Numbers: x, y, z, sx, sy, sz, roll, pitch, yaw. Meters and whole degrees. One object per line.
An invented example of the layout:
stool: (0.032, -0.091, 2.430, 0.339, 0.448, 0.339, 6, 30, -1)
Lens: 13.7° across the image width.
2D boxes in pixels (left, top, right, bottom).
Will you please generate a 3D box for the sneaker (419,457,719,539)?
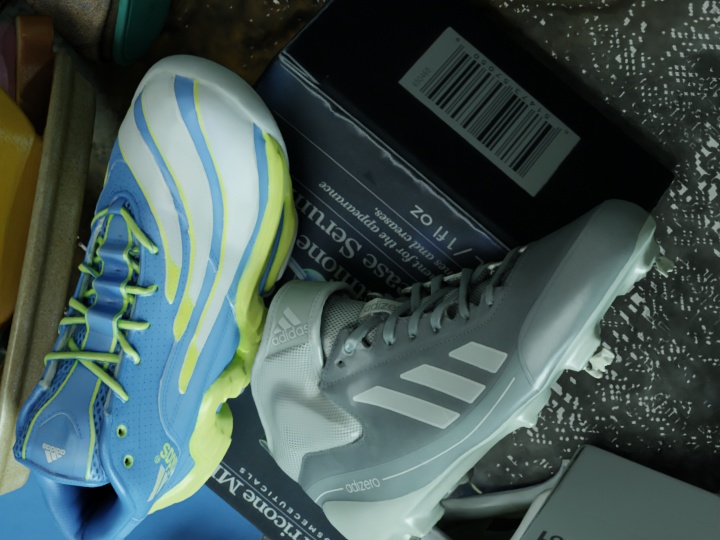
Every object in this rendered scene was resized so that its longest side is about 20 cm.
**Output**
sneaker: (0.104, 0.112, 1.241, 0.199, 0.073, 0.071, -18, 113, 36)

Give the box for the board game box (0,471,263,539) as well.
board game box: (-0.119, 0.113, 1.346, 0.039, 0.157, 0.201, 60, 145, 38)

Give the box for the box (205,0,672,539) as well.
box: (0.000, 0.000, 1.197, 0.148, 0.107, 0.200, 39, 131, 1)

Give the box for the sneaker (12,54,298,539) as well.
sneaker: (-0.078, 0.024, 1.105, 0.075, 0.105, 0.201, 18, 128, 15)

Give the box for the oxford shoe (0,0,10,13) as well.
oxford shoe: (-0.187, -0.117, 1.255, 0.070, 0.075, 0.201, 29, 128, 13)

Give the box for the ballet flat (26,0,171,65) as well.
ballet flat: (-0.095, -0.169, 1.181, 0.067, 0.068, 0.201, 34, 128, 15)

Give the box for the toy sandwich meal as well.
toy sandwich meal: (-0.153, -0.007, 1.198, 0.070, 0.206, 0.206, 10, 128, -8)

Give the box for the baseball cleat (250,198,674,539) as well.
baseball cleat: (0.023, 0.026, 1.077, 0.106, 0.070, 0.200, 39, 129, 1)

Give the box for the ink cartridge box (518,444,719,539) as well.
ink cartridge box: (0.120, 0.183, 1.125, 0.144, 0.085, 0.201, 21, 132, 17)
